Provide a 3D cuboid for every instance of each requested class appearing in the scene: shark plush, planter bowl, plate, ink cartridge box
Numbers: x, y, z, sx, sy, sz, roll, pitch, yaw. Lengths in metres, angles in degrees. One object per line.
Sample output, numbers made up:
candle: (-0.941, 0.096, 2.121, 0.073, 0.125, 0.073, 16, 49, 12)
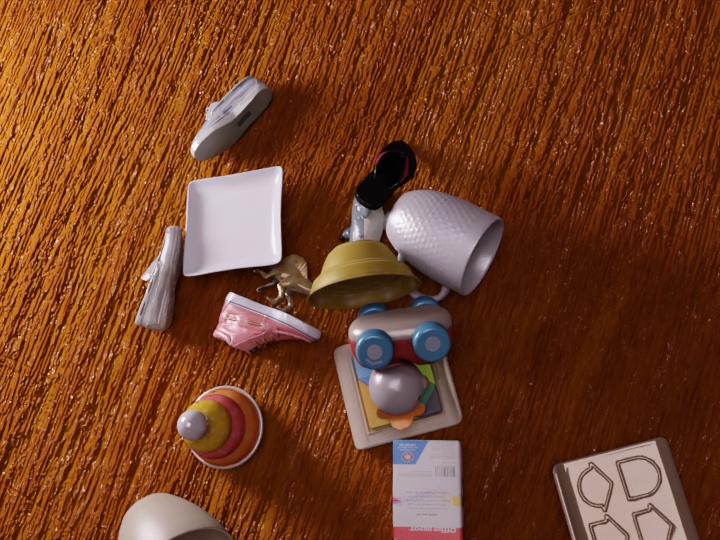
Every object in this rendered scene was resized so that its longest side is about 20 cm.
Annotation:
shark plush: (-0.002, -0.059, 1.537, 0.083, 0.090, 0.202, 18, 96, 37)
planter bowl: (0.000, 0.000, 1.436, 0.198, 0.201, 0.084, -11, 72, 7)
plate: (-0.235, -0.089, 1.565, 0.197, 0.032, 0.202, -8, 67, 14)
ink cartridge box: (0.115, 0.389, 1.393, 0.115, 0.067, 0.203, -1, 77, 10)

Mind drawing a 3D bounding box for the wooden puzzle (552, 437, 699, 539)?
wooden puzzle: (0.431, 0.387, 1.355, 0.198, 0.046, 0.187, -15, 75, 1)

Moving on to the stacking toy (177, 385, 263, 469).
stacking toy: (-0.257, 0.263, 1.416, 0.144, 0.200, 0.148, -2, 76, 8)

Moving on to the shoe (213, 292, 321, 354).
shoe: (-0.171, 0.115, 1.507, 0.198, 0.071, 0.092, 19, 82, 19)

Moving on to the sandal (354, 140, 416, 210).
sandal: (0.054, -0.181, 1.499, 0.075, 0.045, 0.201, 30, 45, 5)

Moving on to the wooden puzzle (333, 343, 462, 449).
wooden puzzle: (0.063, 0.201, 1.462, 0.198, 0.037, 0.187, -16, 75, 6)

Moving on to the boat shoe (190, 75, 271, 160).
boat shoe: (-0.263, -0.300, 1.623, 0.201, 0.070, 0.071, -45, 63, -6)

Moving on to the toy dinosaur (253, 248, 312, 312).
toy dinosaur: (-0.128, 0.024, 1.525, 0.199, 0.058, 0.101, 36, 84, 15)

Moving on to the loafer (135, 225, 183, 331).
loafer: (-0.379, 0.012, 1.564, 0.069, 0.070, 0.203, 9, 79, 3)

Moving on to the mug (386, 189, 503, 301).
mug: (0.132, -0.039, 1.462, 0.174, 0.147, 0.202, 29, 113, 22)

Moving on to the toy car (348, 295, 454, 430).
toy car: (0.077, 0.168, 1.392, 0.175, 0.184, 0.203, -8, 104, 2)

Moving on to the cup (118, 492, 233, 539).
cup: (-0.332, 0.464, 1.404, 0.200, 0.200, 0.143, -46, 49, -3)
